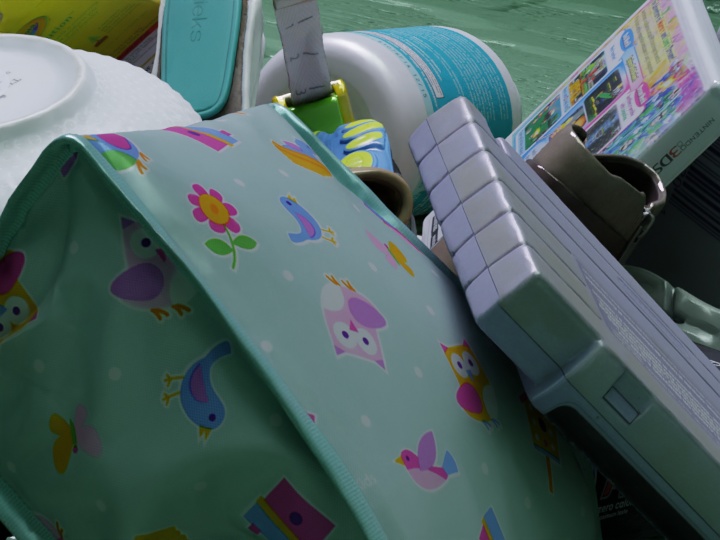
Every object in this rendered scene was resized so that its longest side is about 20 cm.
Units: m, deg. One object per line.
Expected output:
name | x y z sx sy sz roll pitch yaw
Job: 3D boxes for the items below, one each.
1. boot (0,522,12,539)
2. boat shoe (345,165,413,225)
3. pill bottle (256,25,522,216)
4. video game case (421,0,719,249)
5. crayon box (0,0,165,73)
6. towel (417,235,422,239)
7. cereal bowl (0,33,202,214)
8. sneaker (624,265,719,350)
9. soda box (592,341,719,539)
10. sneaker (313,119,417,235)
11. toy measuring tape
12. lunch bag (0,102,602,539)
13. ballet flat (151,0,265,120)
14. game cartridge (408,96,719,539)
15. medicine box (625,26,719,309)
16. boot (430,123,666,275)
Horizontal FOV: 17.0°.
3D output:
boot | -0.210 0.042 0.742 0.167 0.077 0.200 19 8 21
boat shoe | -0.068 0.004 0.908 0.199 0.072 0.064 -30 12 -31
pill bottle | 0.024 -0.086 1.408 0.110 0.112 0.200 16 15 26
video game case | 0.096 -0.046 1.117 0.024 0.182 0.200 42 16 -12
crayon box | -0.157 -0.109 1.150 0.051 0.127 0.200 55 15 17
towel | 0.095 0.021 1.206 0.198 0.023 0.144 11 15 10
cereal bowl | -0.153 -0.040 0.996 0.198 0.084 0.201 -3 30 2
sneaker | 0.155 0.054 1.053 0.199 0.078 0.082 10 -20 29
soda box | 0.070 0.065 0.900 0.070 0.064 0.199 20 16 37
sneaker | 0.000 0.000 1.096 0.070 0.083 0.200 -19 24 11
toy measuring tape | -0.018 -0.061 1.201 0.073 0.074 0.201 13 -31 12
lunch bag | -0.020 0.056 0.731 0.200 0.122 0.170 48 21 8
ballet flat | -0.075 -0.050 1.118 0.069 0.201 0.070 8 -26 4
game cartridge | 0.094 0.042 0.797 0.200 0.038 0.130 45 18 -27
medicine box | 0.251 -0.042 1.162 0.199 0.183 0.103 8 23 -36
boot | 0.042 0.006 0.936 0.070 0.146 0.200 47 19 12
